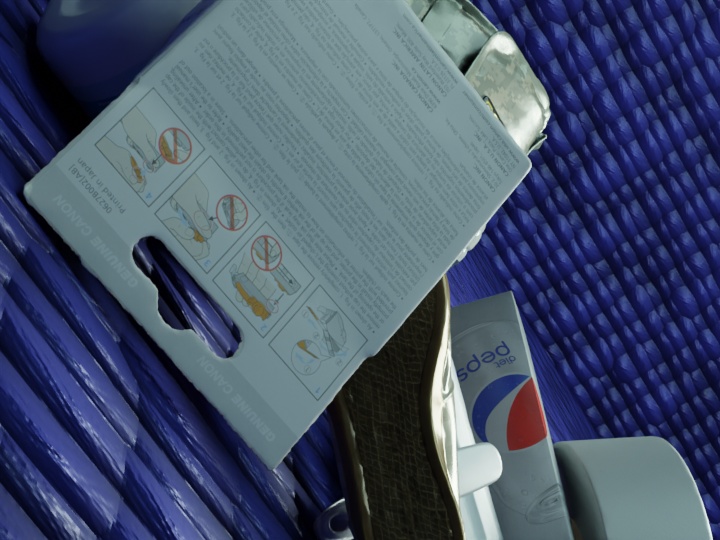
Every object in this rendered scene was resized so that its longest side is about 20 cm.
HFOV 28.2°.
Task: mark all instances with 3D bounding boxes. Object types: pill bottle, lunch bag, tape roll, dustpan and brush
[{"bbox_3d":[-0.066,-0.074,0.733,0.201,0.110,0.111,54,9,-32],"label":"pill bottle"},{"bbox_3d":[0.037,-0.120,1.069,0.199,0.165,0.118,37,-28,-3],"label":"lunch bag"},{"bbox_3d":[0.171,0.213,0.947,0.202,0.070,0.206,179,-90,-82],"label":"tape roll"},{"bbox_3d":[0.027,0.117,0.762,0.199,0.057,0.142,-10,82,-49],"label":"dustpan and brush"}]

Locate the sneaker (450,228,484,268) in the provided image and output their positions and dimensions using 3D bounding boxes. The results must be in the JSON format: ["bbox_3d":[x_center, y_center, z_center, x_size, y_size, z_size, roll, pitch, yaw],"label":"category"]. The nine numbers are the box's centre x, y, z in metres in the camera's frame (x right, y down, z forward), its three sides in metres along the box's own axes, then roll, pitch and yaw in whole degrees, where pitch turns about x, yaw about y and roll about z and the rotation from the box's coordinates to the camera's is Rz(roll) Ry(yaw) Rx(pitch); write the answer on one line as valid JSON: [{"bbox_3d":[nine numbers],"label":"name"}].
[{"bbox_3d":[0.023,-0.081,1.182,0.202,0.145,0.081,63,9,21],"label":"sneaker"}]

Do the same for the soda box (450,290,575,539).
[{"bbox_3d":[0.094,0.116,0.942,0.069,0.063,0.202,67,11,-49],"label":"soda box"}]

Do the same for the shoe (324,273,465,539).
[{"bbox_3d":[0.012,0.060,0.691,0.054,0.069,0.203,96,-10,-68],"label":"shoe"}]

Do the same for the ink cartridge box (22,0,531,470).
[{"bbox_3d":[-0.034,-0.039,0.636,0.161,0.200,0.050,49,-24,-15],"label":"ink cartridge box"}]
